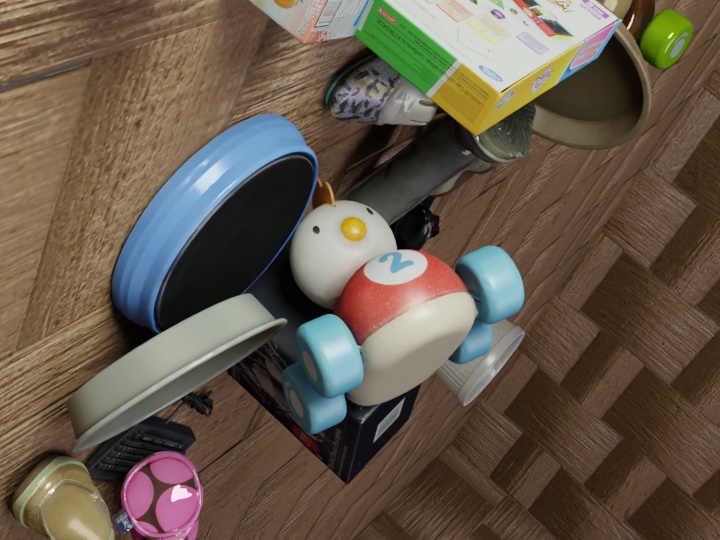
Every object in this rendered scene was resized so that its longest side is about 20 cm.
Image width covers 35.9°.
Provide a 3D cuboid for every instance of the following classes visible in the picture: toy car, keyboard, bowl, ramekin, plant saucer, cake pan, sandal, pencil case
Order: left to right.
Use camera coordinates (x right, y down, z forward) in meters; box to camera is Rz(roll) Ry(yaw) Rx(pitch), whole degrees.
[{"bbox_3d":[-0.203,0.167,1.129,0.127,0.021,0.200,-49,166,-4],"label":"keyboard"},{"bbox_3d":[-0.203,0.251,1.143,0.090,0.094,0.200,-23,165,-14],"label":"pencil case"},{"bbox_3d":[-0.152,0.079,0.898,0.199,0.037,0.200,-32,175,-3],"label":"cake pan"},{"bbox_3d":[-0.109,-0.030,0.878,0.201,0.039,0.201,-46,165,-16],"label":"bowl"},{"bbox_3d":[0.000,0.000,0.938,0.183,0.201,0.177,-23,161,-20],"label":"toy car"},{"bbox_3d":[0.066,-0.041,1.358,0.075,0.048,0.201,-41,164,-31],"label":"sandal"},{"bbox_3d":[0.237,0.171,2.297,0.200,0.105,0.200,-47,166,-16],"label":"ramekin"},{"bbox_3d":[0.180,-0.193,1.026,0.030,0.199,0.200,-52,168,-23],"label":"plant saucer"},{"bbox_3d":[0.202,-0.250,1.050,0.158,0.164,0.200,-51,156,4],"label":"toy car"}]

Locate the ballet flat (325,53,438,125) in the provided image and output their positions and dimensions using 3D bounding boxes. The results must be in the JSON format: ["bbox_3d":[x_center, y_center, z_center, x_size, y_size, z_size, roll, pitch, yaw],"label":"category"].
[{"bbox_3d":[0.050,-0.162,0.969,0.200,0.072,0.072,-32,158,-49],"label":"ballet flat"}]

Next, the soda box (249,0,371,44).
[{"bbox_3d":[0.002,-0.233,0.641,0.063,0.068,0.201,-28,154,-57],"label":"soda box"}]

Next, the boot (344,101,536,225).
[{"bbox_3d":[0.062,-0.098,1.029,0.199,0.073,0.182,-27,-174,24],"label":"boot"}]

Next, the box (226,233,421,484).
[{"bbox_3d":[-0.039,0.091,1.105,0.104,0.182,0.200,-42,163,-22],"label":"box"}]

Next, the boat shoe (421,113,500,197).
[{"bbox_3d":[0.100,-0.137,1.183,0.075,0.075,0.202,-53,-170,-20],"label":"boat shoe"}]

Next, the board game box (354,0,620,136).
[{"bbox_3d":[0.089,-0.193,0.839,0.200,0.153,0.040,-34,161,-45],"label":"board game box"}]

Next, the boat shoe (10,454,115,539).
[{"bbox_3d":[-0.253,0.223,1.002,0.072,0.076,0.200,-46,165,-15],"label":"boat shoe"}]
